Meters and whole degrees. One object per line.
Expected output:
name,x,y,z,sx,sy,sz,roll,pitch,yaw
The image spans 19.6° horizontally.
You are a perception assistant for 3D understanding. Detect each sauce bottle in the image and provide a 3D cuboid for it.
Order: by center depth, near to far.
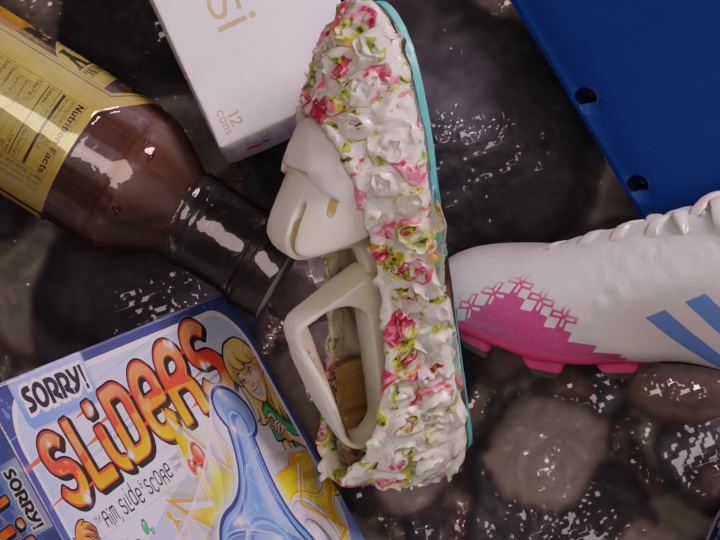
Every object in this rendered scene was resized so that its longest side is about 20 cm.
sauce bottle,-0.114,-0.050,0.817,0.200,0.065,0.065,32,87,1

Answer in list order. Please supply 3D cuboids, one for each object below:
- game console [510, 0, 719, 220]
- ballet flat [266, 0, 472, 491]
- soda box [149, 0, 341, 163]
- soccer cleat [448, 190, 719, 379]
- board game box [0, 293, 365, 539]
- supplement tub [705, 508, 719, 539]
game console,0.176,-0.105,0.805,0.171,0.118,0.200,-53,124,-29
ballet flat,0.000,0.000,0.777,0.064,0.076,0.200,-20,116,-20
soda box,-0.065,-0.147,0.823,0.068,0.064,0.200,-25,87,-2
soccer cleat,0.124,0.000,0.795,0.200,0.070,0.087,10,114,15
board game box,-0.066,0.088,0.746,0.034,0.200,0.136,-30,89,21
supplement tub,0.199,0.141,0.735,0.144,0.200,0.145,0,99,3
